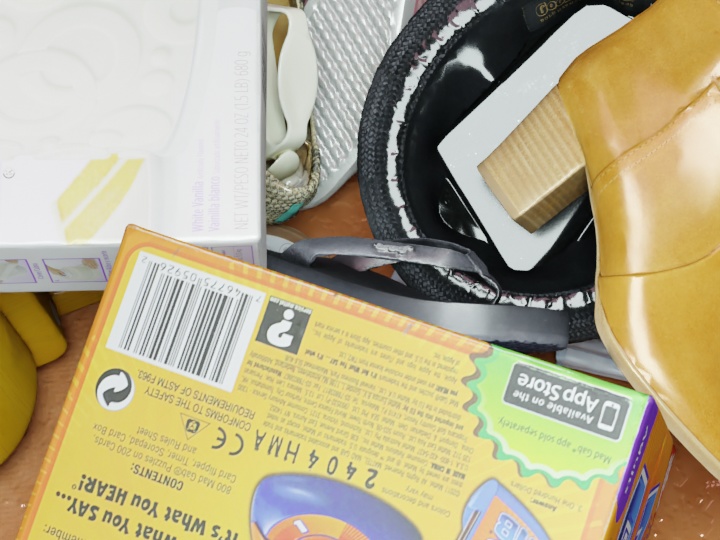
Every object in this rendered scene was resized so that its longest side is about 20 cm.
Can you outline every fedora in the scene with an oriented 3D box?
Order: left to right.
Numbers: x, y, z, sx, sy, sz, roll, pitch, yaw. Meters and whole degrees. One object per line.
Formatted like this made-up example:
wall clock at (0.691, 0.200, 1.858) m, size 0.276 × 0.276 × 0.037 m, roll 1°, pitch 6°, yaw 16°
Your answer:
fedora at (0.099, -0.061, 0.811) m, size 0.199 × 0.092 × 0.203 m, roll 0°, pitch 90°, yaw 9°

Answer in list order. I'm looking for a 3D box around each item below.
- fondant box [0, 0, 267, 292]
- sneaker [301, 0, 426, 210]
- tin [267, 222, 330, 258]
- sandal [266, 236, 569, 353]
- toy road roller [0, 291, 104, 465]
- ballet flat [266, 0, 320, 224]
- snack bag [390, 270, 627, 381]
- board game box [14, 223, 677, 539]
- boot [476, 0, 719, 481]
fondant box at (-0.140, -0.068, 0.737) m, size 0.198 × 0.058 × 0.146 m, roll -2°, pitch 70°, yaw 0°
sneaker at (0.000, -0.126, 0.921) m, size 0.075 × 0.105 × 0.202 m, roll 20°, pitch 93°, yaw 10°
tin at (-0.037, 0.060, 0.829) m, size 0.112 × 0.042 × 0.200 m, roll -32°, pitch 61°, yaw -7°
sandal at (-0.001, 0.000, 0.751) m, size 0.199 × 0.076 × 0.043 m, roll 14°, pitch 90°, yaw 30°
toy road roller at (-0.182, 0.016, 0.821) m, size 0.199 × 0.123 × 0.147 m, roll -22°, pitch 59°, yaw -2°
ballet flat at (-0.049, -0.125, 0.841) m, size 0.067 × 0.075 × 0.202 m, roll -8°, pitch 85°, yaw -28°
snack bag at (0.127, -0.032, 0.872) m, size 0.198 × 0.021 × 0.190 m, roll 14°, pitch 62°, yaw 14°
board game box at (-0.005, 0.123, 0.660) m, size 0.199 × 0.200 × 0.201 m, roll 18°, pitch 83°, yaw 15°
boot at (0.157, -0.018, 0.714) m, size 0.144 × 0.071 × 0.202 m, roll -38°, pitch 77°, yaw 11°
